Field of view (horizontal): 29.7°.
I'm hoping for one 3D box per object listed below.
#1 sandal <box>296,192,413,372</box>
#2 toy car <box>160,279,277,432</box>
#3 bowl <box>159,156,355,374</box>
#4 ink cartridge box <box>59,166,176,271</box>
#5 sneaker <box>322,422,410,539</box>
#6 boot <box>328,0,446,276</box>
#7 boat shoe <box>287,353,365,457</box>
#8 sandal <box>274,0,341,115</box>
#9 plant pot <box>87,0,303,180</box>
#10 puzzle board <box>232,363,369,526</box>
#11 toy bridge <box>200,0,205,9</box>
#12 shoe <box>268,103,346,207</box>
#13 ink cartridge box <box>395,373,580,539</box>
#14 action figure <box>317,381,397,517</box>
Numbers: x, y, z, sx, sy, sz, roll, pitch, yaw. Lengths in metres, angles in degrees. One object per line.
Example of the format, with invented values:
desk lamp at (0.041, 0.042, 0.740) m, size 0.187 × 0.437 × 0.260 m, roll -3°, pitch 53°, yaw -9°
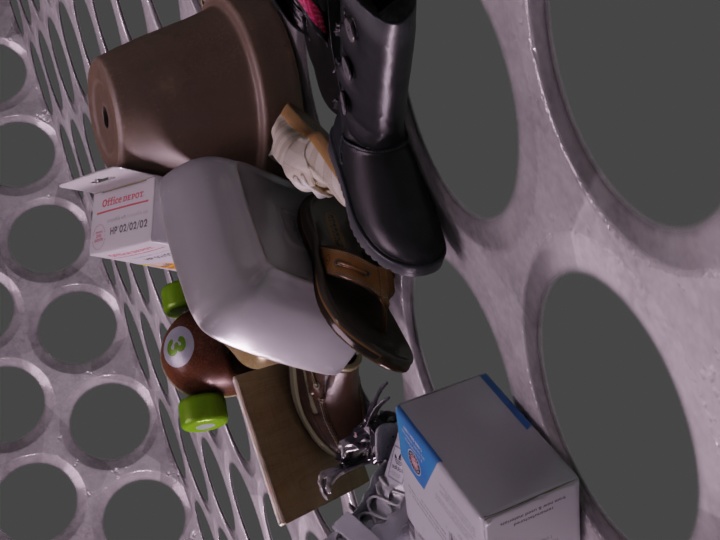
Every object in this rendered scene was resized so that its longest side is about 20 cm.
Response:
sandal at (0.000, 0.000, 1.194) m, size 0.055 × 0.081 × 0.202 m, roll -46°, pitch 45°, yaw 32°
toy car at (-0.129, 0.064, 1.469) m, size 0.200 × 0.155 × 0.167 m, roll 126°, pitch 136°, yaw -63°
bowl at (-0.078, -0.016, 1.246) m, size 0.075 × 0.198 × 0.202 m, roll -41°, pitch 49°, yaw 26°
ink cartridge box at (-0.189, -0.044, 1.346) m, size 0.114 × 0.198 × 0.069 m, roll -10°, pitch 74°, yaw 47°
sneaker at (0.014, 0.196, 1.114) m, size 0.075 × 0.198 × 0.117 m, roll 27°, pitch 129°, yaw 46°
boot at (0.024, -0.117, 0.993) m, size 0.166 × 0.065 × 0.201 m, roll 59°, pitch 155°, yaw 33°
boat shoe at (-0.032, 0.101, 1.379) m, size 0.074 × 0.074 × 0.205 m, roll -1°, pitch 115°, yaw 51°
sandal at (-0.047, -0.223, 1.128) m, size 0.075 × 0.044 × 0.203 m, roll -145°, pitch 40°, yaw -64°
plant pot at (-0.169, -0.166, 1.326) m, size 0.200 × 0.172 × 0.203 m, roll 41°, pitch 137°, yaw 54°
puzzle board at (-0.061, 0.170, 1.411) m, size 0.199 × 0.017 × 0.153 m, roll -9°, pitch -101°, yaw -65°
toy bridge at (-0.155, -0.294, 1.442) m, size 0.067 × 0.027 × 0.203 m, roll -132°, pitch 29°, yaw -57°
shoe at (-0.038, -0.090, 1.182) m, size 0.070 × 0.054 × 0.200 m, roll 39°, pitch -174°, yaw -27°
ink cartridge box at (0.099, 0.206, 1.028) m, size 0.145 × 0.083 × 0.203 m, roll -132°, pitch 29°, yaw -52°
action figure at (0.015, 0.212, 1.284) m, size 0.119 × 0.101 × 0.203 m, roll -121°, pitch 16°, yaw -72°
